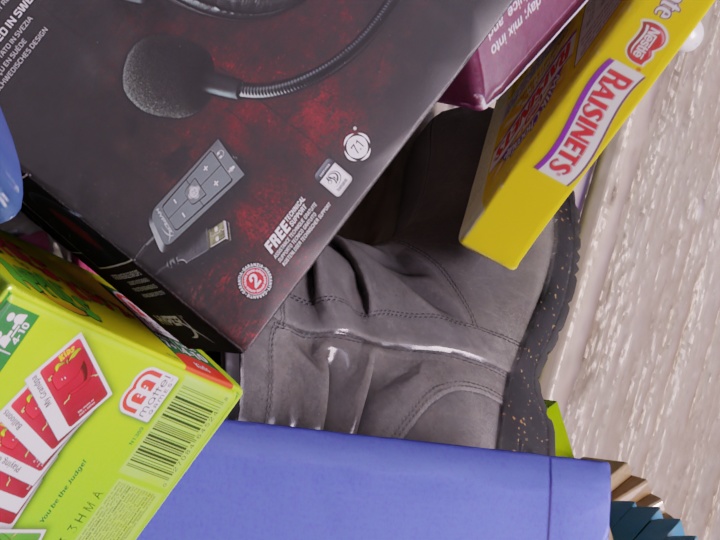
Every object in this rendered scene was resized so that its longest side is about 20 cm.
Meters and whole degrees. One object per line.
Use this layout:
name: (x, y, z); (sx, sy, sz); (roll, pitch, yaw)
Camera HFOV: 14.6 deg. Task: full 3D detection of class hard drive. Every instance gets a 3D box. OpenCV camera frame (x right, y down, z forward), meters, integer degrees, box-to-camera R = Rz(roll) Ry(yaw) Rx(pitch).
hard drive: (-0.031, 0.109, 0.775); (0.198, 0.025, 0.133); (7, 79, -14)

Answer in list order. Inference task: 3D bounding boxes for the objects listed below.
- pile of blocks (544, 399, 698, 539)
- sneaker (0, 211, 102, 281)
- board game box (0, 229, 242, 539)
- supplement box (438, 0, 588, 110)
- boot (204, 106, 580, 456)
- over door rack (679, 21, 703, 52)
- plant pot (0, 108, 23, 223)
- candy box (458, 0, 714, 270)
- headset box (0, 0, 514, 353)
pile of blocks: (0.066, 0.078, 0.923); (0.082, 0.200, 0.063); (-24, 110, -15)
sneaker: (-0.109, -0.017, 0.721); (0.199, 0.087, 0.074); (-30, 146, -23)
board game box: (-0.125, 0.085, 0.674); (0.201, 0.048, 0.101); (-54, 147, 5)
supplement box: (-0.012, -0.160, 0.766); (0.103, 0.130, 0.201); (-48, 136, -38)
boot: (0.000, 0.000, 0.882); (0.131, 0.070, 0.201); (29, 39, -26)
over door rack: (0.134, -0.150, 0.973); (0.148, 0.066, 0.200); (-49, 176, -39)
plant pot: (-0.187, -0.010, 0.485); (0.200, 0.199, 0.181); (54, 48, -50)
candy box: (0.092, -0.098, 0.849); (0.200, 0.026, 0.103); (-55, -167, 40)
headset box: (-0.065, -0.100, 0.645); (0.200, 0.075, 0.149); (40, 81, -10)
